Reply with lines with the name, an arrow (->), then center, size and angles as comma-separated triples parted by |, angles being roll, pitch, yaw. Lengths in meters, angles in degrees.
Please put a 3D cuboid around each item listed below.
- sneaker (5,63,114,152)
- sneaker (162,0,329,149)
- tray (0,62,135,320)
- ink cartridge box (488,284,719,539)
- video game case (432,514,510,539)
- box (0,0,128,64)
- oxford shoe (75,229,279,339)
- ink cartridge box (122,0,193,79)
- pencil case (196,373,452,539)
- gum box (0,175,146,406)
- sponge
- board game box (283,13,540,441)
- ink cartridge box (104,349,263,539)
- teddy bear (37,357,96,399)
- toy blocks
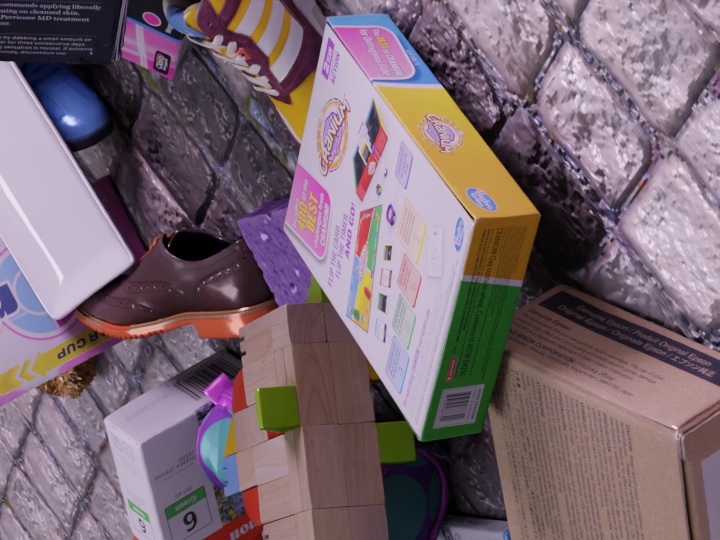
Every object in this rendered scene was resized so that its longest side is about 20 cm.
sneaker -> -0.252, -0.149, 1.829 | 0.200, 0.066, 0.079 | 34, 144, 40
sneaker -> -0.069, -0.142, 1.508 | 0.075, 0.090, 0.200 | 1, 117, 58
tray -> -0.232, -0.072, 1.785 | 0.107, 0.022, 0.200 | -34, 87, 41
ink cartridge box -> 0.155, 0.127, 1.413 | 0.165, 0.075, 0.200 | 25, 135, 46
video game case -> 0.074, 0.227, 1.704 | 0.200, 0.018, 0.143 | -3, 115, 59
box -> -0.194, -0.258, 1.485 | 0.197, 0.124, 0.200 | 110, 157, -54
oxford shoe -> -0.127, 0.004, 1.764 | 0.200, 0.071, 0.073 | -2, 109, 42
ink cartridge box -> -0.196, -0.197, 1.625 | 0.200, 0.037, 0.095 | 26, 151, 3
pencil case -> -0.027, 0.131, 1.707 | 0.200, 0.085, 0.092 | 17, 146, 52
gum box -> -0.249, 0.027, 1.848 | 0.114, 0.200, 0.066 | 63, 152, -2
sponge -> 0.000, 0.000, 1.596 | 0.200, 0.030, 0.112 | -11, 108, 60
board game box -> 0.024, -0.027, 1.427 | 0.200, 0.040, 0.153 | 57, 144, 44
ink cartridge box -> -0.112, 0.168, 1.855 | 0.050, 0.109, 0.200 | 29, 140, 44
teddy bear -> -0.271, 0.011, 2.016 | 0.145, 0.067, 0.200 | 35, 143, 42
toy blocks -> -0.042, 0.107, 1.594 | 0.137, 0.100, 0.200 | 152, 113, -62
